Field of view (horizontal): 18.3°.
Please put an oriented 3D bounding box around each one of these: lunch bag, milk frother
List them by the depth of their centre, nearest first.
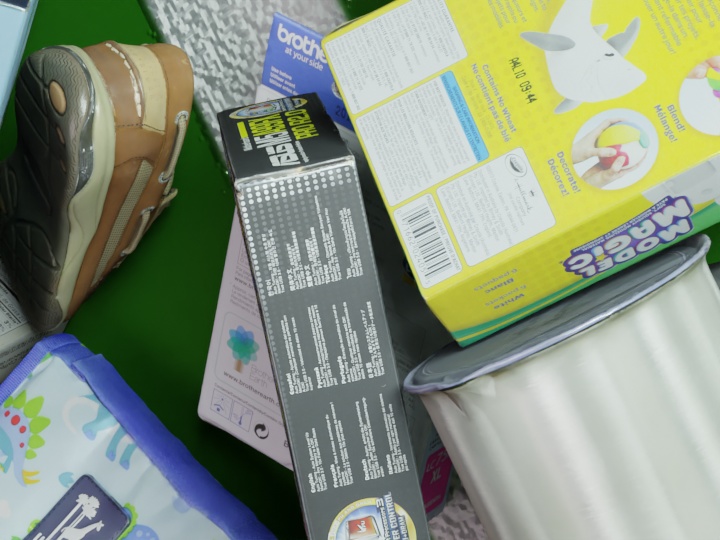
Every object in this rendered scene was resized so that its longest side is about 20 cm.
[{"bbox_3d":[0.084,0.103,0.807,0.199,0.180,0.189,-23,94,29],"label":"milk frother"},{"bbox_3d":[-0.128,0.156,1.050,0.170,0.127,0.201,41,117,26],"label":"lunch bag"}]

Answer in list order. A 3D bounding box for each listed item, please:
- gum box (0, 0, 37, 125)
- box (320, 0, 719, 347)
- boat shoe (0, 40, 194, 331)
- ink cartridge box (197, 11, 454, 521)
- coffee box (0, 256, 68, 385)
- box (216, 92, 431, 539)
[{"bbox_3d":[-0.175,-0.077,0.972,0.044,0.170,0.201,16,125,-9],"label":"gum box"},{"bbox_3d":[0.097,-0.071,0.754,0.199,0.048,0.118,-27,59,9],"label":"box"},{"bbox_3d":[-0.115,-0.036,0.991,0.076,0.073,0.200,64,155,16],"label":"boat shoe"},{"bbox_3d":[0.000,0.000,0.937,0.119,0.042,0.201,28,125,27],"label":"ink cartridge box"},{"bbox_3d":[-0.243,0.062,1.052,0.080,0.200,0.113,43,127,14],"label":"coffee box"},{"bbox_3d":[-0.011,0.043,0.842,0.044,0.160,0.201,-12,104,-2],"label":"box"}]
